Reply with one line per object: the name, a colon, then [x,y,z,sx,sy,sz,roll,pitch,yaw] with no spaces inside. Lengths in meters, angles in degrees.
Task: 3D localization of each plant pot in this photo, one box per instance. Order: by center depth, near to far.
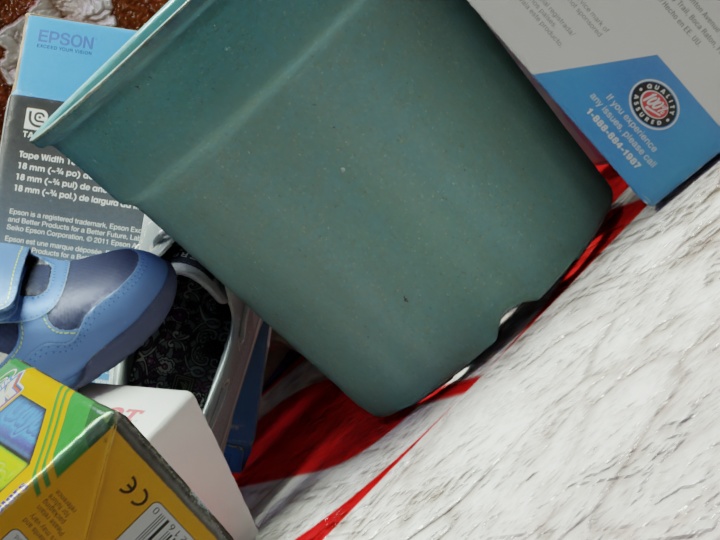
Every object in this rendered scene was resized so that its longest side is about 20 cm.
plant pot: [-0.006,-0.055,1.301,0.200,0.196,0.200,-43,7,6]

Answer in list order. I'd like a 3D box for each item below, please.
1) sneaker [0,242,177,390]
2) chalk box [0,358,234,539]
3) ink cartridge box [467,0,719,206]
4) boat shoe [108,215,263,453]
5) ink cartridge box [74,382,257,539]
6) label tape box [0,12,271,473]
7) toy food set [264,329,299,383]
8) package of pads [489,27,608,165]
sneaker: [-0.179,0.018,1.298,0.199,0.082,0.074,-14,25,9]
chalk box: [-0.119,0.121,1.078,0.124,0.125,0.200,-43,16,-11]
ink cartridge box: [0.151,-0.150,1.241,0.200,0.145,0.084,-40,7,14]
boat shoe: [-0.075,0.012,1.379,0.072,0.070,0.202,96,-176,-72]
ink cartridge box: [-0.162,0.136,1.255,0.145,0.088,0.200,4,37,40]
label tape box: [-0.111,-0.012,1.455,0.063,0.144,0.201,109,169,-73]
toy food set: [0.000,0.000,1.550,0.144,0.060,0.200,-56,9,-13]
package of pads: [0.094,-0.158,1.368,0.120,0.200,0.076,-44,16,-17]
